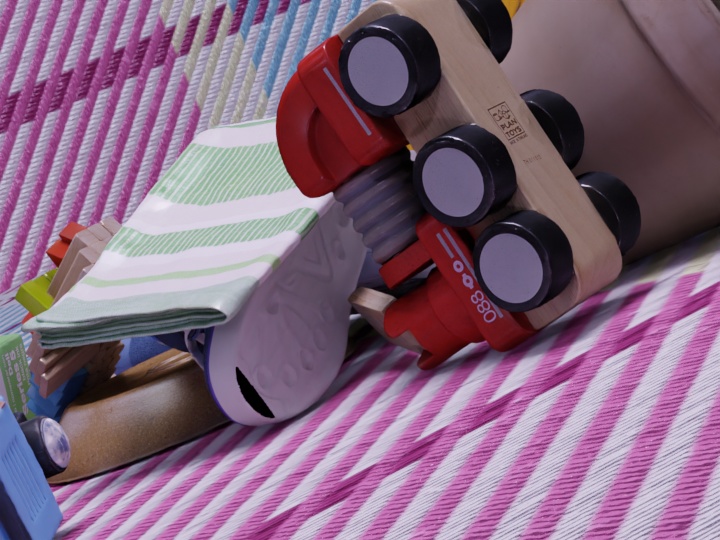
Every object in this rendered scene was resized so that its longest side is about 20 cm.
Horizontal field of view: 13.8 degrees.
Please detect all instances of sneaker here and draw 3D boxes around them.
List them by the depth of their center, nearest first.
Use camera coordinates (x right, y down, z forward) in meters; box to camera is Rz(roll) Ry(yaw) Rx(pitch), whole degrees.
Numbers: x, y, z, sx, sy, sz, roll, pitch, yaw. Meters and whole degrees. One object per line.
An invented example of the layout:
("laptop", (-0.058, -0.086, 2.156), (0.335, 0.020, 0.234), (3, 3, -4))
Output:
("sneaker", (-0.083, 0.031, 1.620), (0.146, 0.081, 0.200), (-21, 28, 30))

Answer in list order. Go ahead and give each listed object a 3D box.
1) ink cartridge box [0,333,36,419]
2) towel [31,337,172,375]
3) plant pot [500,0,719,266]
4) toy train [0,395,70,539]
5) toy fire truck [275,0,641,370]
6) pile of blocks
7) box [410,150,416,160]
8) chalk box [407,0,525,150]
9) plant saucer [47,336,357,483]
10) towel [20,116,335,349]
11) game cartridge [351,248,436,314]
("ink cartridge box", (-0.294, 0.106, 1.761), (0.145, 0.084, 0.200), (-8, 9, 17))
("towel", (-0.123, 0.048, 1.939), (0.111, 0.049, 0.200), (-26, 7, -41))
("plant pot", (0.143, -0.090, 1.565), (0.173, 0.200, 0.200), (-37, 0, 20))
("toy train", (-0.239, 0.127, 1.472), (0.199, 0.087, 0.114), (-22, 11, 11))
("toy fire truck", (0.024, -0.029, 1.506), (0.200, 0.176, 0.129), (-37, -4, 37))
("pile of blocks", (-0.180, 0.036, 1.745), (0.082, 0.062, 0.200), (-41, -18, -32))
("box", (-0.018, -0.034, 1.778), (0.041, 0.039, 0.200), (-4, -7, -23))
("chalk box", (0.121, -0.099, 1.781), (0.124, 0.125, 0.200), (-14, -7, 38))
("plant saucer", (-0.099, 0.067, 1.725), (0.199, 0.036, 0.200), (-23, 5, 2))
("towel", (-0.078, -0.028, 1.601), (0.152, 0.023, 0.200), (-8, 29, 40))
("game cartridge", (0.000, 0.000, 1.769), (0.133, 0.041, 0.200), (-9, -5, -39))
